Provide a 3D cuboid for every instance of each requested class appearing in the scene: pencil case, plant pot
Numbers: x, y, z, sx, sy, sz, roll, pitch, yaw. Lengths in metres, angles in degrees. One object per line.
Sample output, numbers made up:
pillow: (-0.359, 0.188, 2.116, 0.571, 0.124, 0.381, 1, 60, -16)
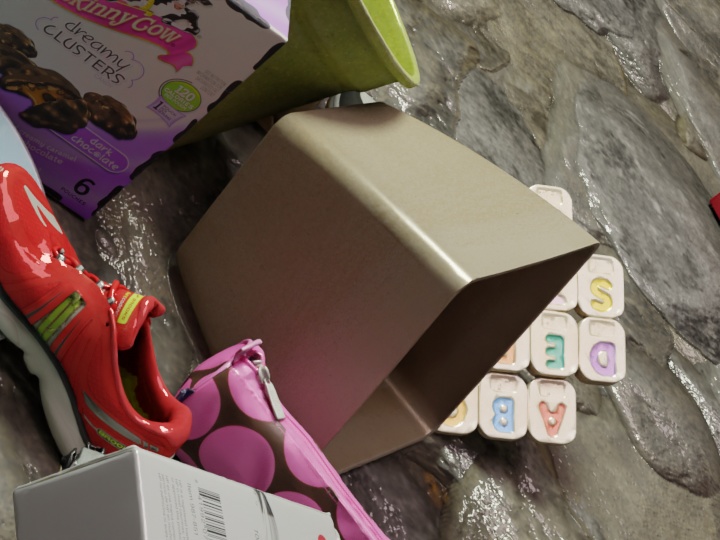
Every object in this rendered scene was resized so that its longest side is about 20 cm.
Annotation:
pencil case: (-0.037, 0.138, 1.346, 0.200, 0.094, 0.091, 51, 30, -4)
plant pot: (-0.085, -0.176, 1.494, 0.201, 0.184, 0.201, 61, 11, -20)
plant pot: (0.000, 0.000, 1.465, 0.177, 0.200, 0.200, 48, 28, 15)

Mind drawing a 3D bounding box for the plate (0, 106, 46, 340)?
plate: (-0.258, -0.046, 1.283, 0.200, 0.026, 0.201, 36, 41, -39)

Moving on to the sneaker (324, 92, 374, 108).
sneaker: (0.051, -0.068, 1.696, 0.200, 0.088, 0.076, 57, 31, 11)

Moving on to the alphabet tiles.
alphabet tiles: (0.104, 0.026, 1.625, 0.199, 0.015, 0.197, 7, 74, -21)

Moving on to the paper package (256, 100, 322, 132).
paper package: (-0.073, -0.230, 1.682, 0.191, 0.103, 0.200, 46, 30, -14)

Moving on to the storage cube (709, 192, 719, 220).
storage cube: (0.480, -0.037, 2.165, 0.200, 0.180, 0.171, 10, 50, -49)

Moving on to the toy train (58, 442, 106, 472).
toy train: (-0.167, 0.167, 1.184, 0.034, 0.046, 0.200, 20, 39, -5)

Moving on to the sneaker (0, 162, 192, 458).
sneaker: (-0.156, 0.022, 1.283, 0.201, 0.085, 0.077, 63, 29, -7)

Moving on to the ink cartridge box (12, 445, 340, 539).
ink cartridge box: (-0.086, 0.190, 1.172, 0.200, 0.083, 0.146, 28, 47, -56)

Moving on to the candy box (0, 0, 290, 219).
candy box: (-0.168, -0.150, 1.367, 0.168, 0.200, 0.072, 36, 34, -26)
